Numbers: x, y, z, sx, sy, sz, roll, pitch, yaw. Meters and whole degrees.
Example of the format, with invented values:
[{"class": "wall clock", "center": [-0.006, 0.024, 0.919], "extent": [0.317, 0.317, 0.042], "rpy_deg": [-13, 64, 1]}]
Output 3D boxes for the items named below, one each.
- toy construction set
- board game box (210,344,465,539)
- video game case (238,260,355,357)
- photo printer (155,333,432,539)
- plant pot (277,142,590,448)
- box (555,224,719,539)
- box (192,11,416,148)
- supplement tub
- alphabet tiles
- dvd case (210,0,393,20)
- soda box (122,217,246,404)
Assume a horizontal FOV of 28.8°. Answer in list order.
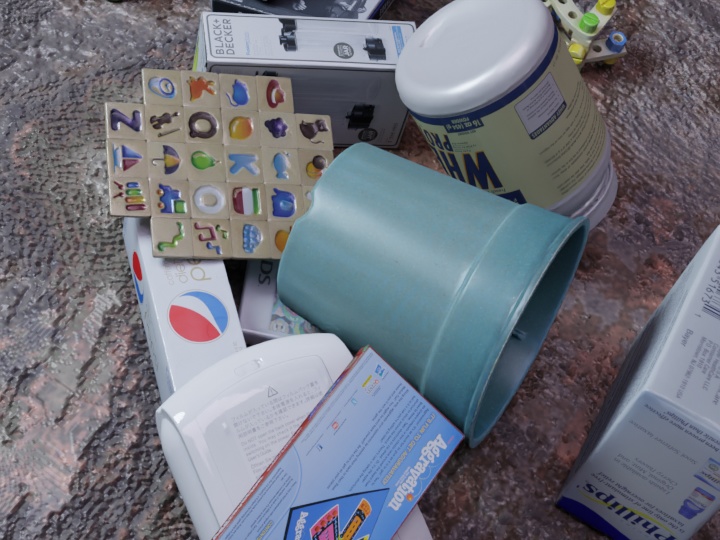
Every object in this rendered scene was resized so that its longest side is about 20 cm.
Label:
[{"class": "toy construction set", "center": [0.167, -0.228, 1.391], "extent": [0.131, 0.092, 0.199], "rpy_deg": [44, 47, 16]}, {"class": "board game box", "center": [-0.017, 0.161, 1.010], "extent": [0.103, 0.019, 0.200], "rpy_deg": [43, 64, -6]}, {"class": "video game case", "center": [0.000, 0.000, 1.228], "extent": [0.198, 0.024, 0.183], "rpy_deg": [12, 55, -7]}, {"class": "photo printer", "center": [-0.052, 0.154, 1.047], "extent": [0.165, 0.069, 0.201], "rpy_deg": [-23, 85, -26]}, {"class": "plant pot", "center": [0.052, 0.006, 1.118], "extent": [0.195, 0.201, 0.201], "rpy_deg": [28, 54, 16]}, {"class": "box", "center": [0.262, 0.103, 1.115], "extent": [0.104, 0.201, 0.184], "rpy_deg": [30, 55, 6]}, {"class": "box", "center": [-0.052, -0.171, 1.274], "extent": [0.198, 0.117, 0.061], "rpy_deg": [-1, 56, -14]}, {"class": "supplement tub", "center": [0.132, -0.127, 1.221], "extent": [0.144, 0.200, 0.146], "rpy_deg": [-21, 38, 18]}, {"class": "alphabet tiles", "center": [-0.113, -0.089, 1.170], "extent": [0.198, 0.006, 0.168], "rpy_deg": [1, 70, -22]}, {"class": "dvd case", "center": [-0.037, -0.290, 1.379], "extent": [0.149, 0.025, 0.201], "rpy_deg": [18, 44, 14]}, {"class": "soda box", "center": [-0.143, 0.026, 1.150], "extent": [0.067, 0.064, 0.201], "rpy_deg": [-7, 59, -18]}]
